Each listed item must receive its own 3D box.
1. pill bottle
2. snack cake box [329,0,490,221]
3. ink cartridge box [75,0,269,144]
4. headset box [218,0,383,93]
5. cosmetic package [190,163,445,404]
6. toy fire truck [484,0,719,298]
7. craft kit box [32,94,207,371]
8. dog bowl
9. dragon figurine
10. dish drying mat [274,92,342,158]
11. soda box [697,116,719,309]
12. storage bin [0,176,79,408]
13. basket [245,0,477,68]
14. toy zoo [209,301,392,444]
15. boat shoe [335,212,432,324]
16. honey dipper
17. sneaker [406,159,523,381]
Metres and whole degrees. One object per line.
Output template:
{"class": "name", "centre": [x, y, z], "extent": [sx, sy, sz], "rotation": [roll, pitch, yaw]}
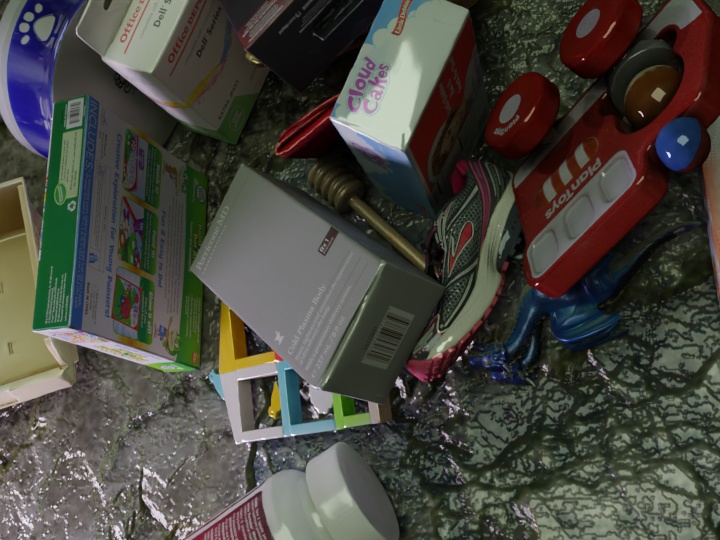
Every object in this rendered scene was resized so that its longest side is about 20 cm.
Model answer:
{"class": "pill bottle", "centre": [-0.072, 0.235, 0.716], "extent": [0.198, 0.109, 0.111], "rotation": [-36, 65, 9]}
{"class": "snack cake box", "centre": [0.048, -0.126, 0.716], "extent": [0.066, 0.200, 0.117], "rotation": [25, 84, 16]}
{"class": "ink cartridge box", "centre": [-0.166, -0.217, 0.834], "extent": [0.066, 0.200, 0.119], "rotation": [21, 83, 25]}
{"class": "headset box", "centre": [-0.047, -0.257, 0.703], "extent": [0.148, 0.077, 0.202], "rotation": [-41, 53, 17]}
{"class": "cosmetic package", "centre": [-0.040, 0.006, 0.691], "extent": [0.199, 0.089, 0.108], "rotation": [33, 98, 41]}
{"class": "toy fire truck", "centre": [0.184, -0.093, 0.623], "extent": [0.200, 0.111, 0.170], "rotation": [-47, 26, 30]}
{"class": "craft kit box", "centre": [-0.209, -0.024, 0.799], "extent": [0.048, 0.197, 0.204], "rotation": [-7, 72, 23]}
{"class": "dog bowl", "centre": [-0.259, -0.199, 0.867], "extent": [0.078, 0.200, 0.203], "rotation": [20, 83, 23]}
{"class": "dragon figurine", "centre": [0.179, 0.029, 0.698], "extent": [0.196, 0.059, 0.101], "rotation": [-16, 70, 18]}
{"class": "dish drying mat", "centre": [-0.030, -0.126, 0.760], "extent": [0.076, 0.200, 0.018], "rotation": [-37, 93, 8]}
{"class": "soda box", "centre": [0.298, -0.066, 0.674], "extent": [0.067, 0.063, 0.204], "rotation": [-8, 73, 20]}
{"class": "storage bin", "centre": [-0.406, 0.041, 0.883], "extent": [0.196, 0.094, 0.202], "rotation": [-17, 67, -6]}
{"class": "basket", "centre": [0.010, -0.243, 0.796], "extent": [0.197, 0.142, 0.152], "rotation": [-11, 67, 31]}
{"class": "toy zoo", "centre": [-0.064, 0.080, 0.775], "extent": [0.197, 0.020, 0.134], "rotation": [-14, 78, 36]}
{"class": "boat shoe", "centre": [0.000, 0.000, 0.780], "extent": [0.200, 0.056, 0.069], "rotation": [42, 117, 26]}
{"class": "honey dipper", "centre": [0.027, -0.033, 0.792], "extent": [0.038, 0.038, 0.200], "rotation": [-48, 65, 3]}
{"class": "sneaker", "centre": [0.079, -0.001, 0.713], "extent": [0.074, 0.081, 0.202], "rotation": [26, 60, 2]}
